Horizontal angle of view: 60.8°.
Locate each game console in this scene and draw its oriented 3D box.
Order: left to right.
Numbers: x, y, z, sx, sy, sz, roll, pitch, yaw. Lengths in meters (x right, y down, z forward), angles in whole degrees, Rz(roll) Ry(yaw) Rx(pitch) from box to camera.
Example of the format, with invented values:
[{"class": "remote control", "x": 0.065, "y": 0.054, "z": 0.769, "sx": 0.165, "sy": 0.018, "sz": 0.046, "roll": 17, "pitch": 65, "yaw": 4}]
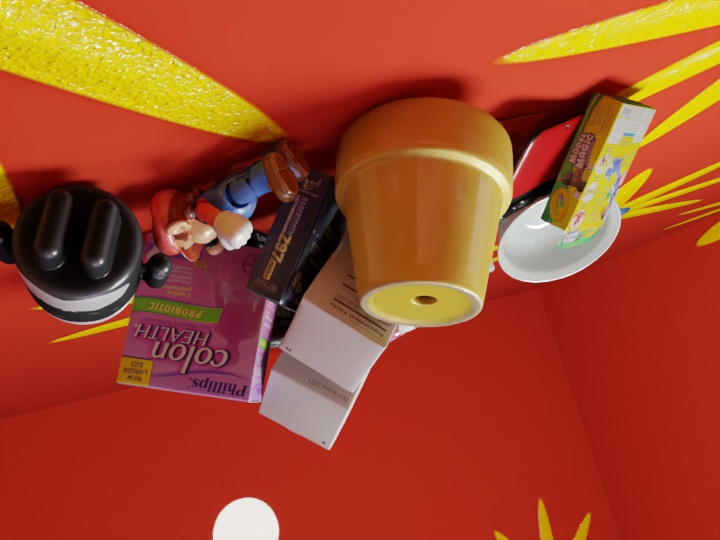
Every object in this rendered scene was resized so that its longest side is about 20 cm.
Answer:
[{"class": "game console", "x": 0.221, "y": -0.157, "z": 0.850, "sx": 0.199, "sy": 0.120, "sz": 0.172, "roll": -26, "pitch": -151, "yaw": -36}]

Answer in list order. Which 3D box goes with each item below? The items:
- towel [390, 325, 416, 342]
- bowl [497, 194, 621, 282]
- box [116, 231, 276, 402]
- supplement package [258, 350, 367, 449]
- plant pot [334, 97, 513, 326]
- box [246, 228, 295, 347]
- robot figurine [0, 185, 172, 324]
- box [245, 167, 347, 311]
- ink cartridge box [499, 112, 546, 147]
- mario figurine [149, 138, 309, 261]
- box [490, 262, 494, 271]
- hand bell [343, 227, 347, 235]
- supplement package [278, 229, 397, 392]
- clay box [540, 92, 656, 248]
[{"class": "towel", "x": 0.092, "y": 0.077, "z": 1.087, "sx": 0.199, "sy": 0.023, "sz": 0.144, "roll": -27, "pitch": 156, "yaw": -5}, {"class": "bowl", "x": 0.305, "y": -0.080, "z": 0.991, "sx": 0.199, "sy": 0.091, "sz": 0.202, "roll": -6, "pitch": 138, "yaw": -5}, {"class": "box", "x": -0.210, "y": 0.065, "z": 0.832, "sx": 0.174, "sy": 0.202, "sz": 0.097, "roll": 8, "pitch": 169, "yaw": 2}, {"class": "supplement package", "x": -0.046, "y": 0.132, "z": 0.906, "sx": 0.201, "sy": 0.120, "sz": 0.120, "roll": -61, "pitch": 175, "yaw": -44}, {"class": "plant pot", "x": 0.068, "y": -0.048, "z": 0.667, "sx": 0.198, "sy": 0.191, "sz": 0.201, "roll": 2, "pitch": 156, "yaw": 1}, {"class": "box", "x": -0.152, "y": 0.037, "z": 1.006, "sx": 0.085, "sy": 0.165, "sz": 0.200, "roll": -18, "pitch": 170, "yaw": 12}, {"class": "robot figurine", "x": -0.295, "y": -0.015, "z": 0.653, "sx": 0.125, "sy": 0.150, "sz": 0.200, "roll": -43, "pitch": -178, "yaw": -27}, {"class": "box", "x": -0.071, "y": -0.028, "z": 0.782, "sx": 0.051, "sy": 0.159, "sz": 0.200, "roll": 21, "pitch": 173, "yaw": 7}, {"class": "ink cartridge box", "x": 0.138, "y": -0.143, "z": 0.836, "sx": 0.198, "sy": 0.058, "sz": 0.163, "roll": -9, "pitch": 168, "yaw": -14}, {"class": "mario figurine", "x": -0.144, "y": -0.061, "z": 0.685, "sx": 0.199, "sy": 0.107, "sz": 0.123, "roll": -23, "pitch": 169, "yaw": 24}, {"class": "box", "x": 0.108, "y": -0.028, "z": 1.141, "sx": 0.199, "sy": 0.132, "sz": 0.198, "roll": -25, "pitch": 166, "yaw": 35}, {"class": "hand bell", "x": 0.000, "y": 0.000, "z": 0.908, "sx": 0.103, "sy": 0.202, "sz": 0.104, "roll": -17, "pitch": 160, "yaw": -6}, {"class": "supplement package", "x": 0.000, "y": 0.028, "z": 0.770, "sx": 0.201, "sy": 0.109, "sz": 0.114, "roll": -59, "pitch": 179, "yaw": -43}, {"class": "clay box", "x": 0.313, "y": -0.130, "z": 0.826, "sx": 0.114, "sy": 0.048, "sz": 0.202, "roll": -9, "pitch": 126, "yaw": -45}]
